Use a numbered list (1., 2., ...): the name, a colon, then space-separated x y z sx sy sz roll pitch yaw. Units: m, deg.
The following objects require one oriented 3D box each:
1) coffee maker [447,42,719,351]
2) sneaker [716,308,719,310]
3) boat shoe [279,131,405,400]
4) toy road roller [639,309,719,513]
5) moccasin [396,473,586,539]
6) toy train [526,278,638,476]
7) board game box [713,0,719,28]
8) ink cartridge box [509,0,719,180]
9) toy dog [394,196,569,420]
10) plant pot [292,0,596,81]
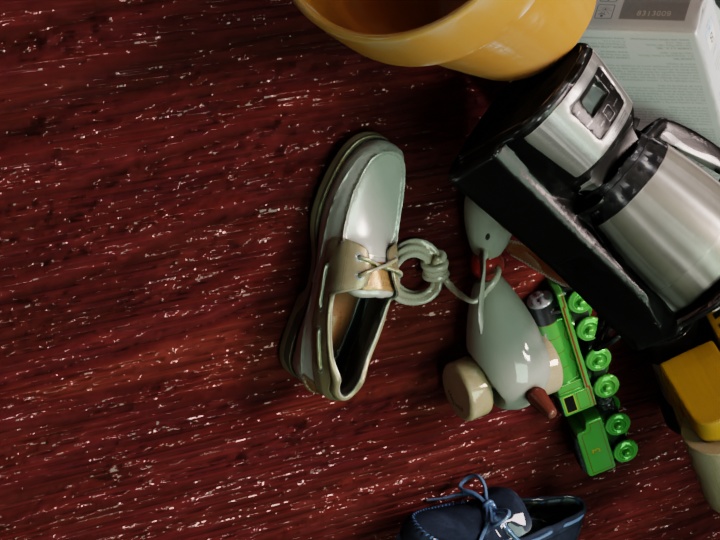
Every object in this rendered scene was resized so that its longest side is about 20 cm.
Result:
1. coffee maker: 0.165 -0.044 1.560 0.200 0.135 0.192 42 124 -10
2. sneaker: 0.312 0.010 1.735 0.104 0.200 0.075 -36 120 1
3. boat shoe: 0.000 0.000 1.586 0.074 0.068 0.201 0 113 -36
4. toy road roller: 0.325 0.096 1.785 0.145 0.200 0.123 -23 128 3
5. moccasin: 0.109 0.205 1.773 0.199 0.080 0.068 1 128 -50
6. toy train: 0.183 0.087 1.780 0.056 0.042 0.201 -21 122 -1
7. board game box: 0.288 -0.194 1.651 0.200 0.064 0.148 49 50 -42
8. ink cartridge box: 0.200 -0.131 1.611 0.200 0.159 0.047 62 40 -49
9. toy dog: 0.117 0.039 1.666 0.132 0.096 0.200 -38 127 -15
10. plant pot: 0.070 -0.218 1.457 0.201 0.200 0.183 -57 148 3
